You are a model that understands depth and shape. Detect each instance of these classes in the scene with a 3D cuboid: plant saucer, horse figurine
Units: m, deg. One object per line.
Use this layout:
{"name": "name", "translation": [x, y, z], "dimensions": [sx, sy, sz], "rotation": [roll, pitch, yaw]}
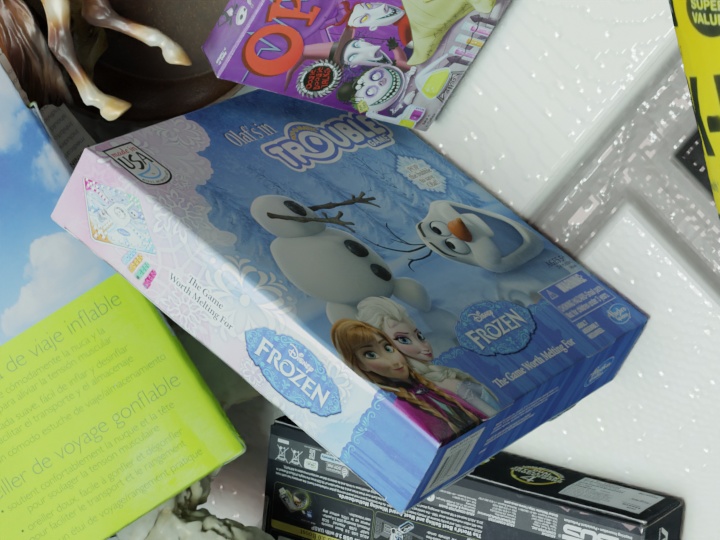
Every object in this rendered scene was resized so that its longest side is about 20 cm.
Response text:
{"name": "plant saucer", "translation": [-0.104, -0.170, 1.382], "dimensions": [0.199, 0.034, 0.202], "rotation": [8, 106, 28]}
{"name": "horse figurine", "translation": [-0.099, -0.153, 1.239], "dimensions": [0.200, 0.050, 0.133], "rotation": [-42, 85, 19]}

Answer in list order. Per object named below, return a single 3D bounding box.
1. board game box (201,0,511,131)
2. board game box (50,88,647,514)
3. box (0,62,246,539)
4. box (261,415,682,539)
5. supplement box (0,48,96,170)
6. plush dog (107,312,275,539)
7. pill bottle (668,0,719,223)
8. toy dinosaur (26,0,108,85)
{"name": "board game box", "translation": [0.028, -0.155, 1.263], "dimensions": [0.200, 0.119, 0.032], "rotation": [-57, 36, 27]}
{"name": "board game box", "translation": [0.000, 0.000, 1.265], "dimensions": [0.199, 0.200, 0.044], "rotation": [38, 119, 16]}
{"name": "box", "translation": [-0.152, 0.024, 1.259], "dimensions": [0.122, 0.048, 0.201], "rotation": [-32, 94, -7]}
{"name": "box", "translation": [0.045, 0.163, 1.368], "dimensions": [0.199, 0.049, 0.162], "rotation": [12, 105, 27]}
{"name": "supplement box", "translation": [-0.194, -0.071, 1.341], "dimensions": [0.200, 0.074, 0.126], "rotation": [52, 163, -23]}
{"name": "plush dog", "translation": [-0.115, 0.083, 1.377], "dimensions": [0.159, 0.172, 0.201], "rotation": [1, 92, -10]}
{"name": "pill bottle", "translation": [0.185, -0.099, 1.186], "dimensions": [0.114, 0.114, 0.201], "rotation": [-11, 96, 31]}
{"name": "toy dinosaur", "translation": [-0.174, -0.182, 1.377], "dimensions": [0.101, 0.058, 0.201], "rotation": [-12, 106, 18]}
